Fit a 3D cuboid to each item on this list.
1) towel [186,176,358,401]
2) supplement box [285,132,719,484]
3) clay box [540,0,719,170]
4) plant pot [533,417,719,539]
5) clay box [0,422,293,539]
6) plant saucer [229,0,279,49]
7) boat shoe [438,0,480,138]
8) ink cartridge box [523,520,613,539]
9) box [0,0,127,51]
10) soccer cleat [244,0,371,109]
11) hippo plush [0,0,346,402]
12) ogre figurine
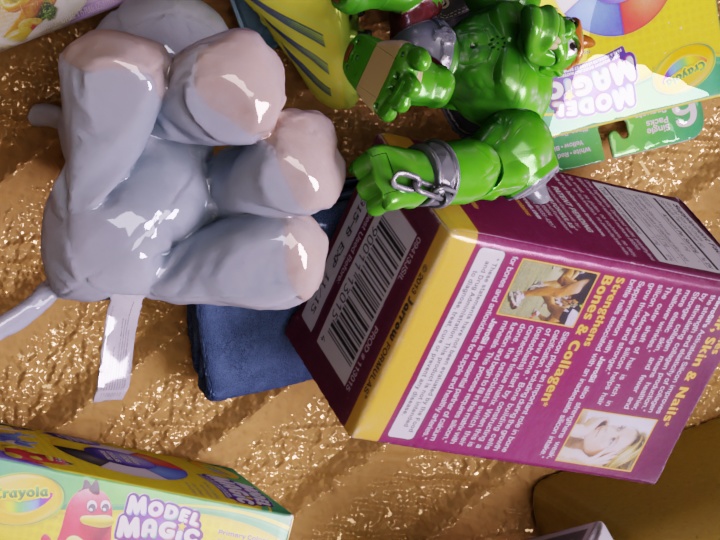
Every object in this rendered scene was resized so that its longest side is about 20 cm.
[{"bbox_3d":[0.000,0.000,1.613,0.199,0.049,0.112,-14,124,-17],"label":"towel"},{"bbox_3d":[0.084,0.021,1.568,0.199,0.103,0.131,12,117,-31],"label":"supplement box"},{"bbox_3d":[0.131,-0.156,1.628,0.114,0.048,0.201,-15,103,-16],"label":"clay box"},{"bbox_3d":[0.237,0.198,1.657,0.195,0.200,0.195,-18,105,-16],"label":"plant pot"},{"bbox_3d":[-0.122,0.121,1.565,0.199,0.115,0.048,12,95,-21],"label":"clay box"},{"bbox_3d":[-0.057,-0.203,1.542,0.070,0.019,0.200,-30,130,-12],"label":"plant saucer"},{"bbox_3d":[0.034,-0.159,1.583,0.068,0.072,0.201,-24,102,-42],"label":"boat shoe"},{"bbox_3d":[0.083,0.235,1.628,0.174,0.199,0.044,59,35,-19],"label":"ink cartridge box"},{"bbox_3d":[-0.212,-0.123,1.530,0.199,0.041,0.039,-22,105,-13],"label":"box"},{"bbox_3d":[-0.047,-0.160,1.538,0.083,0.065,0.200,-11,136,11],"label":"soccer cleat"},{"bbox_3d":[-0.091,-0.051,1.513,0.159,0.161,0.201,19,112,-8],"label":"hippo plush"},{"bbox_3d":[0.046,-0.114,1.501,0.120,0.200,0.098,17,130,-36],"label":"ogre figurine"}]
